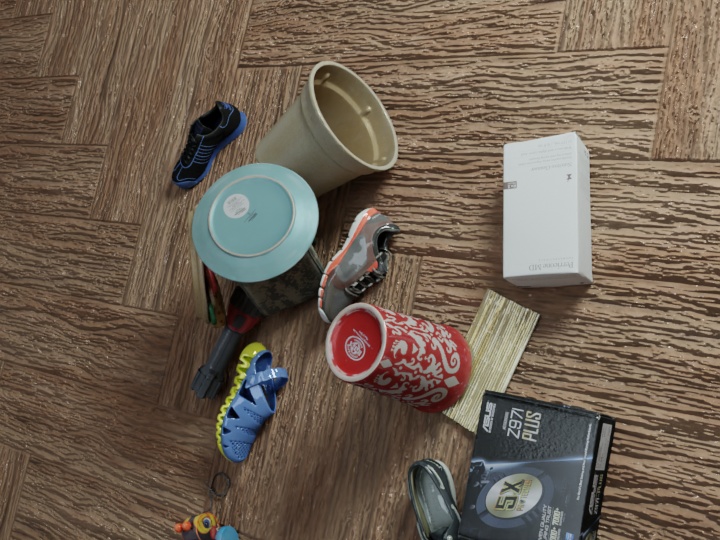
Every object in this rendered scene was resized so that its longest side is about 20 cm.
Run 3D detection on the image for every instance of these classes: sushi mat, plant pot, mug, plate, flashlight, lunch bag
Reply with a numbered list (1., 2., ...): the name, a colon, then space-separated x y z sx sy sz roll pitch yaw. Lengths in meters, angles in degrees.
1. sushi mat: 0.182 0.135 1.173 0.095 0.012 0.202 26 92 34
2. plant pot: -0.069 -0.209 1.332 0.183 0.199 0.202 -32 62 34
3. mug: 0.036 0.123 1.150 0.176 0.199 0.135 -1 74 39
4. plate: -0.162 -0.079 1.209 0.198 0.026 0.202 -3 68 7
5. flashlight: -0.233 0.127 1.411 0.068 0.067 0.201 38 104 42
6. lunch bag: -0.151 -0.050 1.316 0.138 0.200 0.169 -26 59 1

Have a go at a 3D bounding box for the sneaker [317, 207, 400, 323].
1. sneaker: 0.000 0.000 1.289 0.081 0.077 0.202 26 92 28

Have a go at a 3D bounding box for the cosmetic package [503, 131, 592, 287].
1. cosmetic package: 0.265 -0.081 1.136 0.112 0.081 0.202 -7 73 29

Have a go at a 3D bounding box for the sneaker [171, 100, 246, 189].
1. sneaker: -0.310 -0.245 1.543 0.200 0.078 0.070 -46 59 13

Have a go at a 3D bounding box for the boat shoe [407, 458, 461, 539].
1. boat shoe: 0.114 0.366 1.127 0.075 0.060 0.201 -33 62 21

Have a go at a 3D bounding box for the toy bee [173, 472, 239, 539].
1. toy bee: -0.263 0.447 1.316 0.131 0.108 0.201 -42 59 18

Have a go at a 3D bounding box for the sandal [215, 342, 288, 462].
1. sandal: -0.179 0.226 1.342 0.086 0.079 0.202 14 87 30

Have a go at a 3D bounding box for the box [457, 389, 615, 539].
1. box: 0.234 0.275 1.060 0.162 0.086 0.202 8 82 34

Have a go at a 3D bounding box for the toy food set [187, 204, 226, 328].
1. toy food set: -0.251 -0.008 1.308 0.048 0.198 0.202 -5 80 -10
